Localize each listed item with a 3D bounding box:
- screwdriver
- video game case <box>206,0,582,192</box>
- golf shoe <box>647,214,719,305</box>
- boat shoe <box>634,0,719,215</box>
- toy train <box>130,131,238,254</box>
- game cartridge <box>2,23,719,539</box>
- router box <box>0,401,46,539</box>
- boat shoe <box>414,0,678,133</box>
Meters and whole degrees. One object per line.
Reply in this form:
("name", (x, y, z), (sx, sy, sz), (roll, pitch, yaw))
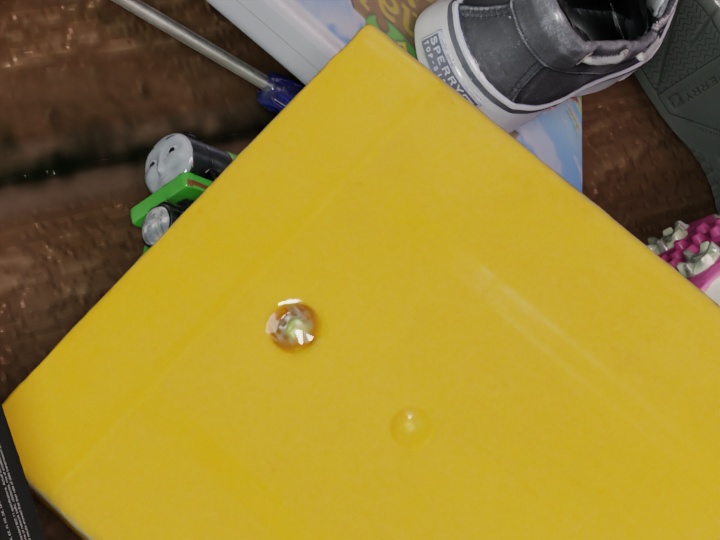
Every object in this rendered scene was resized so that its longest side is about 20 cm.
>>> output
("screwdriver", (-0.045, -0.069, 1.016), (0.200, 0.029, 0.028), (25, 56, -36))
("video game case", (0.013, -0.115, 1.076), (0.200, 0.022, 0.183), (39, 37, -32))
("golf shoe", (0.161, 0.006, 1.111), (0.200, 0.075, 0.092), (-37, 102, -32))
("boat shoe", (0.177, -0.046, 1.224), (0.065, 0.074, 0.202), (-35, 94, -46))
("toy train", (0.000, 0.000, 1.024), (0.200, 0.042, 0.057), (22, 48, -42))
("game cartridge", (0.017, 0.051, 0.877), (0.200, 0.032, 0.176), (41, 80, 17))
("router box", (-0.149, 0.106, 0.784), (0.150, 0.062, 0.201), (-14, 84, -52))
("boat shoe", (0.088, -0.106, 1.091), (0.072, 0.068, 0.200), (60, 30, -1))
